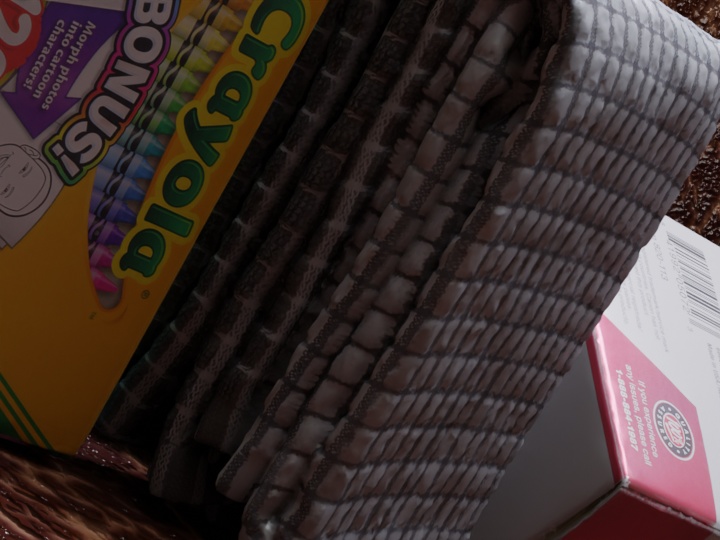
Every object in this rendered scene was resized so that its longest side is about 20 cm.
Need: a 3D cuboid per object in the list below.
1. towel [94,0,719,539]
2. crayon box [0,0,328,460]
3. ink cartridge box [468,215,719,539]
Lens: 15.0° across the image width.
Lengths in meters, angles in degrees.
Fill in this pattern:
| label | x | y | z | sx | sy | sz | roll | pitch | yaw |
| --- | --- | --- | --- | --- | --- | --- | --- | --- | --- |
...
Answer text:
| label | x | y | z | sx | sy | sz | roll | pitch | yaw |
| --- | --- | --- | --- | --- | --- | --- | --- | --- | --- |
| towel | 0.019 | -0.007 | 0.826 | 0.085 | 0.200 | 0.166 | 33 | 8 | 20 |
| crayon box | -0.087 | -0.060 | 0.742 | 0.119 | 0.200 | 0.058 | 25 | 7 | -41 |
| ink cartridge box | 0.122 | 0.070 | 0.981 | 0.200 | 0.083 | 0.147 | 27 | 39 | -35 |
